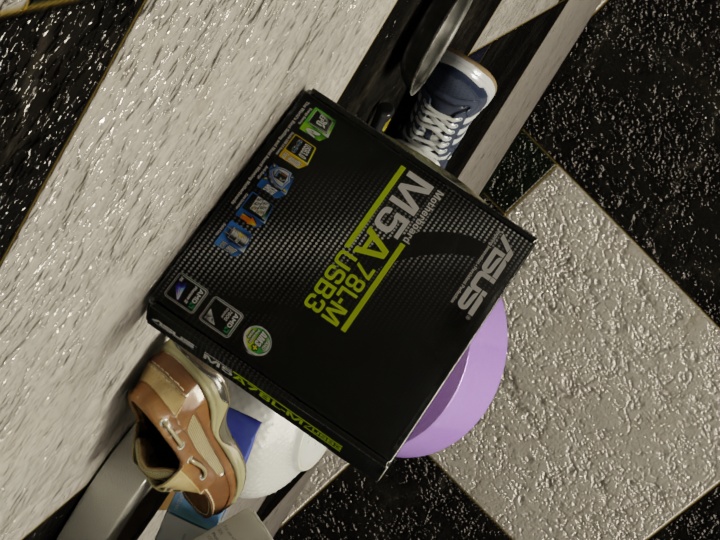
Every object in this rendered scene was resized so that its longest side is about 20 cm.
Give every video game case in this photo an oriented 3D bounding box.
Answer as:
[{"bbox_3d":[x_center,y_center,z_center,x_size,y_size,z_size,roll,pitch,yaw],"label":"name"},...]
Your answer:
[{"bbox_3d":[-0.152,0.235,1.723,0.200,0.045,0.182,-67,180,-66],"label":"video game case"}]

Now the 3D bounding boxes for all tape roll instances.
[{"bbox_3d":[-0.192,0.187,1.669,0.203,0.037,0.203,-55,175,-8],"label":"tape roll"},{"bbox_3d":[0.029,0.062,1.793,0.066,0.200,0.201,14,113,-55],"label":"tape roll"}]

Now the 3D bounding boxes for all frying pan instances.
[{"bbox_3d":[0.084,-0.233,1.702,0.191,0.031,0.115,-60,175,3],"label":"frying pan"}]

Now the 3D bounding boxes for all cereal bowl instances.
[{"bbox_3d":[-0.070,0.131,1.945,0.200,0.083,0.201,-53,157,-34],"label":"cereal bowl"}]

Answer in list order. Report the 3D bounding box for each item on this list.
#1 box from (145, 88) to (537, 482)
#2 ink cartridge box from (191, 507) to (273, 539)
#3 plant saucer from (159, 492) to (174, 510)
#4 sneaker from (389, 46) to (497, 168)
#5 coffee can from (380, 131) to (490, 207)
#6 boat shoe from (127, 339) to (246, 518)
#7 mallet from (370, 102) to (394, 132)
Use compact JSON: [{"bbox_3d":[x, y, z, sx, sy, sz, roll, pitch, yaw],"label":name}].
[{"bbox_3d":[-0.012,0.007,1.370,0.200,0.193,0.048,-54,174,-22],"label":"box"},{"bbox_3d":[-0.136,0.300,1.597,0.199,0.088,0.146,-30,135,-15],"label":"ink cartridge box"},{"bbox_3d":[-0.139,0.165,2.041,0.201,0.035,0.200,-56,174,-8],"label":"plant saucer"},{"bbox_3d":[0.067,-0.136,1.923,0.109,0.070,0.200,-57,178,-12],"label":"sneaker"},{"bbox_3d":[0.000,0.000,1.696,0.201,0.146,0.146,-57,175,12],"label":"coffee can"},{"bbox_3d":[-0.139,0.127,1.529,0.074,0.076,0.201,-40,149,-23],"label":"boat shoe"},{"bbox_3d":[-0.014,-0.064,1.826,0.066,0.041,0.201,-48,166,-43],"label":"mallet"}]
